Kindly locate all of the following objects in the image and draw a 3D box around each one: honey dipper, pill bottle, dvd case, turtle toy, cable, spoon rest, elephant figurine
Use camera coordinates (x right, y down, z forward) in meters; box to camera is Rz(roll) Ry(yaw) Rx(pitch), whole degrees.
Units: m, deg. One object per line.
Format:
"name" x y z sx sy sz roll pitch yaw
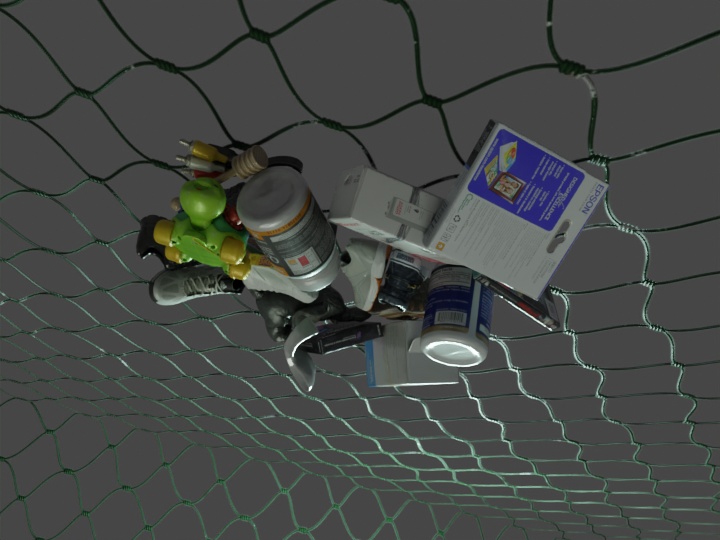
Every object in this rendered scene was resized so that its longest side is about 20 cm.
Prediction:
"honey dipper" -0.227 -0.139 1.102 0.198 0.039 0.038 -21 139 31
"pill bottle" -0.105 -0.059 1.117 0.114 0.118 0.201 0 146 21
"pill bottle" 0.170 0.049 1.205 0.114 0.203 0.116 10 152 5
"dvd case" 0.244 -0.002 1.146 0.198 0.148 0.022 29 130 -31
"turtle toy" -0.234 -0.068 1.087 0.143 0.103 0.200 15 161 3
"cable" -0.193 -0.157 1.126 0.196 0.051 0.098 14 146 -2
"spoon rest" -0.123 0.172 1.411 0.060 0.100 0.202 -24 149 -25
"elephant figurine" -0.099 0.061 1.432 0.197 0.144 0.155 -10 -172 21

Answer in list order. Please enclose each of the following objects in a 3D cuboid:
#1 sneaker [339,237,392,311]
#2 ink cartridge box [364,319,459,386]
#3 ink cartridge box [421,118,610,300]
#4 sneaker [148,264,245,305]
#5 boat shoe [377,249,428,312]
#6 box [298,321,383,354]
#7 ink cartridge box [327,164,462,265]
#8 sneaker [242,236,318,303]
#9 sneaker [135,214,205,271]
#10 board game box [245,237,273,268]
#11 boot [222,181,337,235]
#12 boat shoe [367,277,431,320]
"sneaker" 0.000 0.000 1.332 0.091 0.076 0.201 19 144 2
"ink cartridge box" 0.109 0.172 1.456 0.126 0.128 0.199 2 170 -26
"ink cartridge box" 0.218 -0.081 1.001 0.198 0.044 0.200 24 108 -17
"sneaker" -0.305 0.020 1.379 0.114 0.077 0.199 -1 -170 45
"boat shoe" 0.070 0.024 1.253 0.070 0.092 0.200 22 177 11
"box" -0.057 0.138 1.493 0.141 0.037 0.199 -14 -175 -26
"ink cartridge box" 0.062 -0.082 1.084 0.197 0.084 0.146 21 177 -16
"sneaker" -0.173 0.007 1.356 0.199 0.078 0.100 34 125 -9
"sneaker" -0.336 -0.035 1.364 0.196 0.092 0.076 14 150 -7
"board game box" -0.155 -0.028 1.256 0.198 0.030 0.095 6 -161 -43
"boot" -0.161 -0.084 1.249 0.198 0.067 0.164 20 166 -37
"boat shoe" 0.104 0.061 1.397 0.198 0.077 0.072 -2 156 39
